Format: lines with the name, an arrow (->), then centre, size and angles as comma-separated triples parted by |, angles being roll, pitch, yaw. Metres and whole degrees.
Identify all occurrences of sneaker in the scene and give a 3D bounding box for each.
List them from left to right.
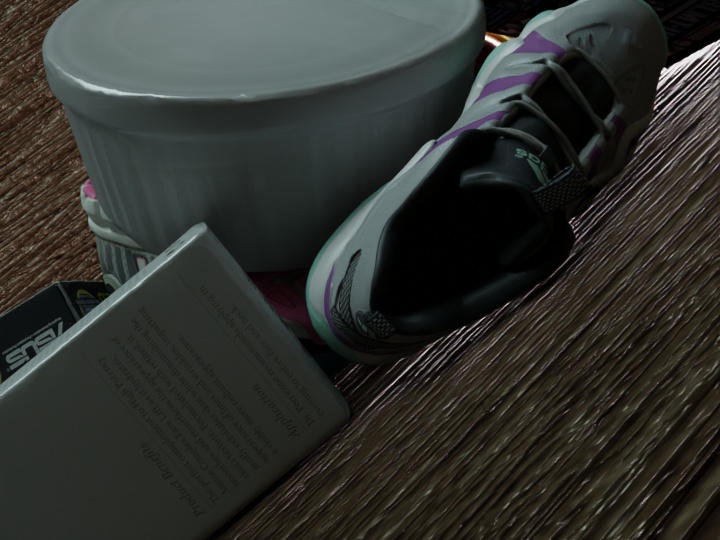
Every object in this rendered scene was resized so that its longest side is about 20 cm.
sneaker -> -0.065, 0.012, 0.865 | 0.074, 0.088, 0.200 | -25, 31, -33
sneaker -> 0.069, -0.040, 0.697 | 0.200, 0.078, 0.140 | -50, 7, -10

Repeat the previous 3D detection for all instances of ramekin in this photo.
ramekin -> -0.040, -0.076, 0.830 | 0.202, 0.094, 0.202 | -4, 28, 2

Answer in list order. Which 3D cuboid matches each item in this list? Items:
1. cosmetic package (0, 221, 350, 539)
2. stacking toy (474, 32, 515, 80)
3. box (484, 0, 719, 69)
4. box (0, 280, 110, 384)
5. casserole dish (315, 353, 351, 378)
cosmetic package -> -0.111, 0.081, 0.732 | 0.200, 0.102, 0.074 | -38, 7, -2
stacking toy -> 0.075, -0.096, 1.036 | 0.200, 0.146, 0.146 | -24, -4, -30
box -> 0.110, -0.162, 0.912 | 0.200, 0.198, 0.050 | 156, 120, -75
box -> -0.203, 0.073, 0.964 | 0.200, 0.044, 0.160 | -31, -7, 10
casserole dish -> 0.000, 0.000, 0.906 | 0.200, 0.039, 0.121 | -39, 21, 23
